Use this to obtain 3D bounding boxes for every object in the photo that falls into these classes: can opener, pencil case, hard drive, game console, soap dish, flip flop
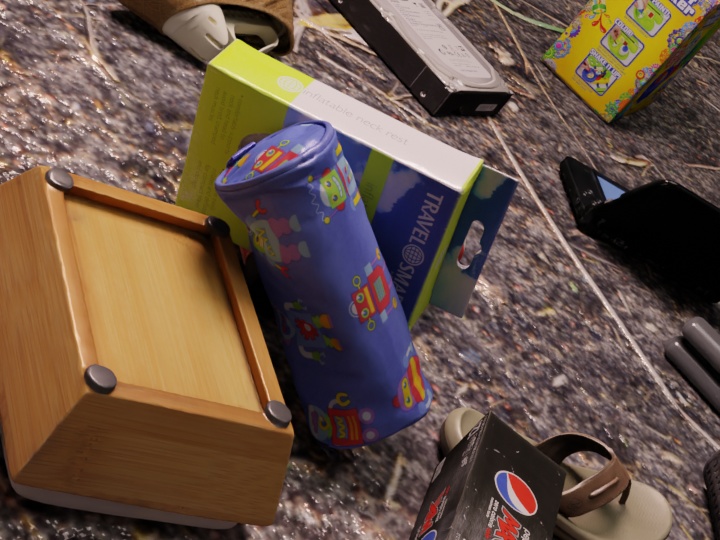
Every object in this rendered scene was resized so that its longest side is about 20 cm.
[{"bbox_3d":[0.353,0.128,1.261,0.066,0.053,0.200,-6,52,-53],"label":"can opener"},{"bbox_3d":[-0.022,0.011,0.838,0.078,0.086,0.201,-41,121,-40],"label":"pencil case"},{"bbox_3d":[0.058,-0.243,1.454,0.200,0.038,0.139,50,29,20],"label":"hard drive"},{"bbox_3d":[0.325,-0.060,1.433,0.199,0.117,0.176,27,30,-24],"label":"game console"},{"bbox_3d":[-0.125,0.038,0.766,0.157,0.081,0.201,18,36,-37],"label":"soap dish"},{"bbox_3d":[0.145,0.141,0.977,0.199,0.058,0.081,29,30,-21],"label":"flip flop"}]

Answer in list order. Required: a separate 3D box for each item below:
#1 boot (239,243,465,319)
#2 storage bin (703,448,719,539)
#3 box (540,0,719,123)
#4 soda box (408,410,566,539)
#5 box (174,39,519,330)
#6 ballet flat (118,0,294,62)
[{"bbox_3d":[0.000,0.000,0.994,0.199,0.073,0.145,13,38,-29],"label":"boot"},{"bbox_3d":[0.388,0.198,1.110,0.199,0.135,0.094,32,28,-15],"label":"storage bin"},{"bbox_3d":[0.357,-0.305,1.748,0.122,0.193,0.200,45,28,10],"label":"box"},{"bbox_3d":[0.068,0.170,0.832,0.071,0.063,0.200,39,28,-4],"label":"soda box"},{"bbox_3d":[-0.013,-0.047,0.878,0.199,0.122,0.048,27,39,10],"label":"box"},{"bbox_3d":[-0.119,-0.208,1.170,0.199,0.068,0.073,-3,69,-58],"label":"ballet flat"}]
